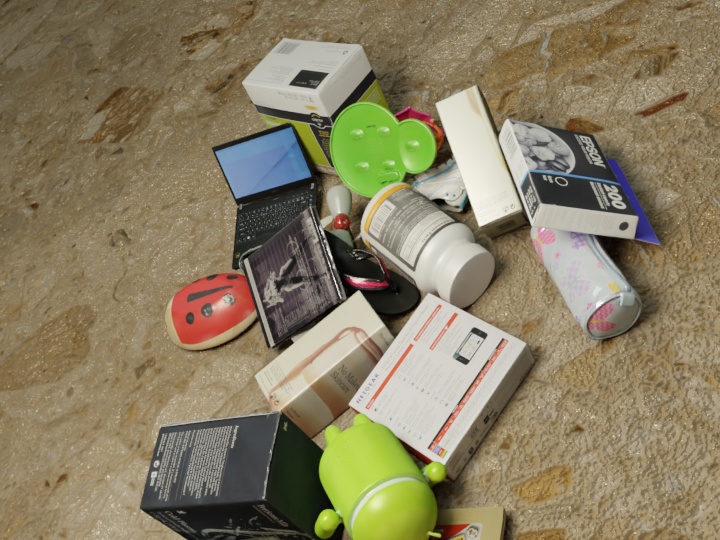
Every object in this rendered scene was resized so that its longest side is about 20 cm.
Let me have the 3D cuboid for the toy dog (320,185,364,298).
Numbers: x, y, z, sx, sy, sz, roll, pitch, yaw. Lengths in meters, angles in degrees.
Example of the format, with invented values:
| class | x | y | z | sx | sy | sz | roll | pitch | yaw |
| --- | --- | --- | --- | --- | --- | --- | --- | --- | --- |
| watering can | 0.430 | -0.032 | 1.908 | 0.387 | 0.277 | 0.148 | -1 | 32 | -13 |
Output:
| class | x | y | z | sx | sy | sz | roll | pitch | yaw |
| --- | --- | --- | --- | --- | --- | --- | --- | --- | --- |
| toy dog | -0.038 | -0.026 | 1.487 | 0.097 | 0.130 | 0.202 | -51 | 13 | 56 |

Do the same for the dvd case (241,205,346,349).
| class | x | y | z | sx | sy | sz | roll | pitch | yaw |
| --- | --- | --- | --- | --- | --- | --- | --- | --- | --- |
| dvd case | -0.106 | 0.015 | 1.414 | 0.199 | 0.016 | 0.151 | -34 | 70 | 43 |

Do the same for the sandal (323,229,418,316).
| class | x | y | z | sx | sy | sz | roll | pitch | yaw |
| --- | --- | --- | --- | --- | --- | --- | --- | --- | --- |
| sandal | 0.000 | 0.000 | 1.396 | 0.198 | 0.045 | 0.076 | 33 | 58 | 3 |

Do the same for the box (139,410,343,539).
| class | x | y | z | sx | sy | sz | roll | pitch | yaw |
| --- | --- | --- | --- | --- | --- | --- | --- | --- | --- |
| box | -0.146 | 0.291 | 1.219 | 0.193 | 0.201 | 0.126 | -12 | 50 | 25 |

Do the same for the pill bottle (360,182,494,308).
| class | x | y | z | sx | sy | sz | roll | pitch | yaw |
| --- | --- | --- | --- | --- | --- | --- | --- | --- | --- |
| pill bottle | 0.099 | -0.037 | 1.378 | 0.116 | 0.117 | 0.199 | -45 | 54 | -8 |

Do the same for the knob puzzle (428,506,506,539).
| class | x | y | z | sx | sy | sz | roll | pitch | yaw |
| --- | --- | --- | --- | --- | --- | --- | --- | --- | --- |
| knob puzzle | 0.083 | 0.379 | 1.102 | 0.216 | 0.031 | 0.221 | -22 | 33 | 15 |

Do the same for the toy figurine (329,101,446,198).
| class | x | y | z | sx | sy | sz | roll | pitch | yaw |
| --- | --- | --- | --- | --- | --- | --- | --- | --- | --- |
| toy figurine | 0.079 | -0.217 | 1.512 | 0.197 | 0.153 | 0.183 | -2 | 17 | 35 |

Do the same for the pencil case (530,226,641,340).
| class | x | y | z | sx | sy | sz | roll | pitch | yaw |
| --- | --- | --- | --- | --- | --- | --- | --- | --- | --- |
| pencil case | 0.302 | -0.003 | 1.245 | 0.091 | 0.082 | 0.202 | -50 | 38 | 29 |

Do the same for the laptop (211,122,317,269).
| class | x | y | z | sx | sy | sz | roll | pitch | yaw |
| --- | --- | --- | --- | --- | --- | --- | --- | --- | --- |
| laptop | -0.172 | -0.128 | 1.624 | 0.174 | 0.103 | 0.204 | -13 | 60 | 26 |

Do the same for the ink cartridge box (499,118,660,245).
| class | x | y | z | sx | sy | sz | roll | pitch | yaw |
| --- | --- | --- | --- | --- | --- | --- | --- | --- | --- |
| ink cartridge box | 0.306 | -0.125 | 1.277 | 0.196 | 0.044 | 0.200 | 8 | 40 | -16 |

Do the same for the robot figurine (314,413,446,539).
| class | x | y | z | sx | sy | sz | roll | pitch | yaw |
| --- | --- | --- | --- | --- | --- | --- | --- | --- | --- |
| robot figurine | 0.021 | 0.273 | 1.150 | 0.172 | 0.118 | 0.200 | -19 | 38 | -18 |

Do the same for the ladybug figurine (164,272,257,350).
| class | x | y | z | sx | sy | sz | roll | pitch | yaw |
| --- | --- | --- | --- | --- | --- | --- | --- | --- | --- |
| ladybug figurine | -0.253 | 0.061 | 1.569 | 0.197 | 0.072 | 0.138 | -19 | 47 | 19 |

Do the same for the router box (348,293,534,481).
| class | x | y | z | sx | sy | sz | roll | pitch | yaw |
| --- | --- | --- | --- | --- | --- | --- | --- | --- | --- |
| router box | 0.110 | 0.152 | 1.260 | 0.178 | 0.049 | 0.201 | 27 | 73 | 38 |

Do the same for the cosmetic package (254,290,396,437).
| class | x | y | z | sx | sy | sz | roll | pitch | yaw |
| --- | --- | --- | --- | --- | --- | --- | --- | --- | --- |
| cosmetic package | -0.041 | 0.140 | 1.343 | 0.199 | 0.104 | 0.087 | -40 | 46 | 0 |

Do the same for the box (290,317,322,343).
| class | x | y | z | sx | sy | sz | roll | pitch | yaw |
| --- | --- | --- | --- | --- | --- | --- | --- | --- | --- |
| box | -0.087 | 0.034 | 1.504 | 0.041 | 0.039 | 0.203 | -18 | 48 | 20 |

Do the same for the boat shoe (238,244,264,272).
| class | x | y | z | sx | sy | sz | roll | pitch | yaw |
| --- | --- | --- | --- | --- | --- | --- | --- | --- | --- |
| boat shoe | -0.144 | -0.008 | 1.508 | 0.199 | 0.061 | 0.075 | 4 | 86 | 64 |

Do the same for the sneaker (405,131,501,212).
| class | x | y | z | sx | sy | sz | roll | pitch | yaw |
| --- | --- | --- | --- | --- | --- | --- | --- | --- | --- |
| sneaker | 0.164 | -0.140 | 1.468 | 0.198 | 0.075 | 0.088 | -35 | 49 | 16 |

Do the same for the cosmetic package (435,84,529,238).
| class | x | y | z | sx | sy | sz | roll | pitch | yaw |
| --- | --- | --- | --- | --- | --- | --- | --- | --- | --- |
| cosmetic package | 0.184 | -0.160 | 1.378 | 0.070 | 0.105 | 0.204 | -21 | 78 | 14 |

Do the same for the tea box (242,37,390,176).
| class | x | y | z | sx | sy | sz | roll | pitch | yaw |
| --- | --- | --- | --- | --- | --- | --- | --- | --- | --- |
| tea box | -0.067 | -0.286 | 1.633 | 0.198 | 0.198 | 0.134 | 18 | 58 | 40 |
